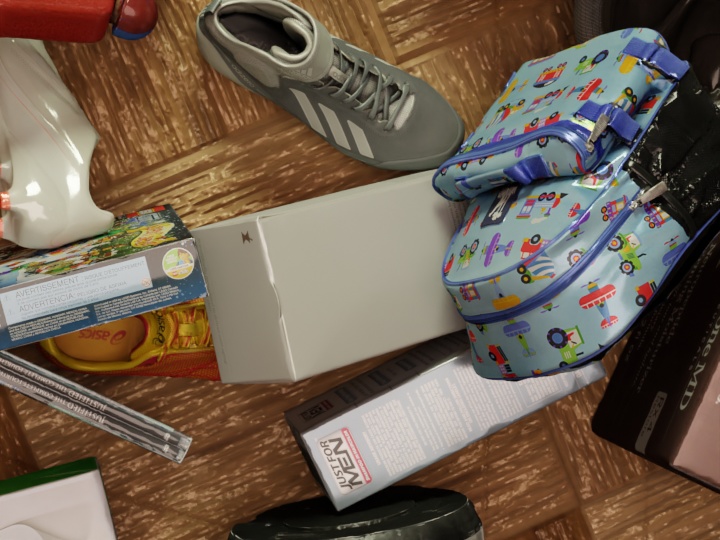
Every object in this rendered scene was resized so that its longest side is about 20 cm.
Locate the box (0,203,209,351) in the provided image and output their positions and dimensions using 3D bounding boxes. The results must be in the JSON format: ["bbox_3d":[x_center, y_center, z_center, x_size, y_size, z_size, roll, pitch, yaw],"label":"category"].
[{"bbox_3d":[-0.173,0.002,1.275,0.137,0.200,0.038,-16,100,-7],"label":"box"}]

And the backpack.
[{"bbox_3d":[0.126,-0.031,1.257,0.135,0.183,0.200,48,65,-19],"label":"backpack"}]

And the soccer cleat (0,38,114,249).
[{"bbox_3d":[-0.210,-0.102,1.312,0.078,0.069,0.200,-2,62,-24],"label":"soccer cleat"}]

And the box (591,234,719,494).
[{"bbox_3d":[0.279,0.076,1.343,0.164,0.200,0.166,26,88,-8],"label":"box"}]

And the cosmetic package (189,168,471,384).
[{"bbox_3d":[0.000,0.000,1.314,0.200,0.085,0.108,-14,95,-37],"label":"cosmetic package"}]

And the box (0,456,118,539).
[{"bbox_3d":[-0.247,0.234,1.329,0.200,0.097,0.177,-13,92,-8],"label":"box"}]

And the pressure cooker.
[{"bbox_3d":[0.008,0.252,1.328,0.176,0.179,0.200,-6,94,17],"label":"pressure cooker"}]

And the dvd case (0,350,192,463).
[{"bbox_3d":[-0.208,0.072,1.302,0.200,0.146,0.022,27,83,-8],"label":"dvd case"}]

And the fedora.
[{"bbox_3d":[0.237,-0.165,1.366,0.177,0.090,0.200,-3,66,16],"label":"fedora"}]

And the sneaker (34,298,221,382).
[{"bbox_3d":[-0.116,0.044,1.349,0.200,0.077,0.073,-6,92,-9],"label":"sneaker"}]

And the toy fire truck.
[{"bbox_3d":[-0.202,-0.207,1.272,0.168,0.200,0.112,17,126,-11],"label":"toy fire truck"}]

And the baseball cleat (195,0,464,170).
[{"bbox_3d":[-0.016,-0.121,1.340,0.200,0.106,0.070,22,84,-10],"label":"baseball cleat"}]

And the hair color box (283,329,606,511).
[{"bbox_3d":[0.054,0.084,1.362,0.200,0.099,0.061,-26,97,-6],"label":"hair color box"}]
